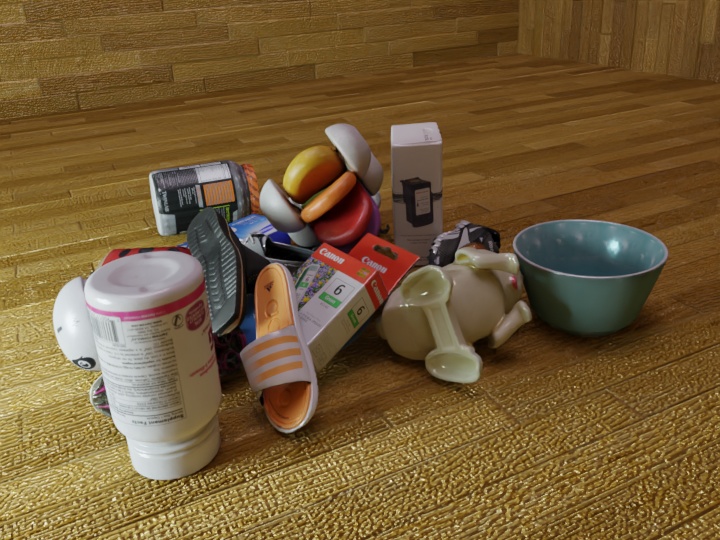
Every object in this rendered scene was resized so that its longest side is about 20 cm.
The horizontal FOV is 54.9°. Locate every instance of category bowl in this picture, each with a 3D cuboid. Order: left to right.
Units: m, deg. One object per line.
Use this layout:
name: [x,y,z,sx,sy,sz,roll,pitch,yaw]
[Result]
bowl: [0.300,0.015,0.928,0.194,0.108,0.202,-2,24,1]

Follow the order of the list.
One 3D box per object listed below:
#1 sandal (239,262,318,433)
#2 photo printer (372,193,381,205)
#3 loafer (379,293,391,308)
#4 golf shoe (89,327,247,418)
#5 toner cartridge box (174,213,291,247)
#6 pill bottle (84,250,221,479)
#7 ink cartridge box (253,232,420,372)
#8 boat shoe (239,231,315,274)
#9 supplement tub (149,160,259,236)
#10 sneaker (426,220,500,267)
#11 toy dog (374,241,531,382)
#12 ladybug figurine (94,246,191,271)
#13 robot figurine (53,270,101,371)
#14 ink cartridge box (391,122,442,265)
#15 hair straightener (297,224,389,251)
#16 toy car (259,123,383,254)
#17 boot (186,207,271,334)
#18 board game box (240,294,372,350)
sandal: [-0.104,0.079,0.775,0.078,0.059,0.211,-32,55,25]
photo printer: [-0.045,-0.111,1.220,0.161,0.072,0.200,-11,7,5]
loafer: [0.000,0.000,1.044,0.068,0.072,0.199,-21,28,-19]
golf shoe: [-0.230,0.121,0.817,0.091,0.075,0.197,-9,8,44]
toner cartridge box: [-0.214,-0.038,1.159,0.093,0.044,0.199,17,31,32]
pill bottle: [-0.198,0.095,0.691,0.110,0.206,0.114,-2,23,1]
ink cartridge box: [-0.028,0.020,0.863,0.108,0.051,0.200,26,64,42]
boat shoe: [-0.150,-0.023,1.053,0.195,0.070,0.073,19,35,3]
supplement tub: [-0.298,-0.143,1.332,0.195,0.126,0.123,-11,25,-19]
sneaker: [0.170,-0.030,1.093,0.088,0.068,0.199,7,24,27]
toy dog: [0.131,0.044,0.883,0.198,0.142,0.192,-28,-1,-41]
ladybug figurine: [-0.311,0.002,1.033,0.194,0.074,0.135,-1,3,17]
robot figurine: [-0.289,0.054,0.891,0.195,0.153,0.125,-17,40,-20]
ink cartridge box: [0.093,-0.130,1.158,0.082,0.206,0.146,-2,23,3]
hair straightener: [-0.014,-0.047,1.201,0.197,0.042,0.076,-19,28,-41]
toy car: [-0.034,-0.094,0.996,0.174,0.151,0.200,-40,-17,4]
boot: [-0.145,0.019,0.890,0.077,0.138,0.203,-34,44,16]
board game box: [-0.078,0.075,0.925,0.195,0.040,0.158,11,37,29]
